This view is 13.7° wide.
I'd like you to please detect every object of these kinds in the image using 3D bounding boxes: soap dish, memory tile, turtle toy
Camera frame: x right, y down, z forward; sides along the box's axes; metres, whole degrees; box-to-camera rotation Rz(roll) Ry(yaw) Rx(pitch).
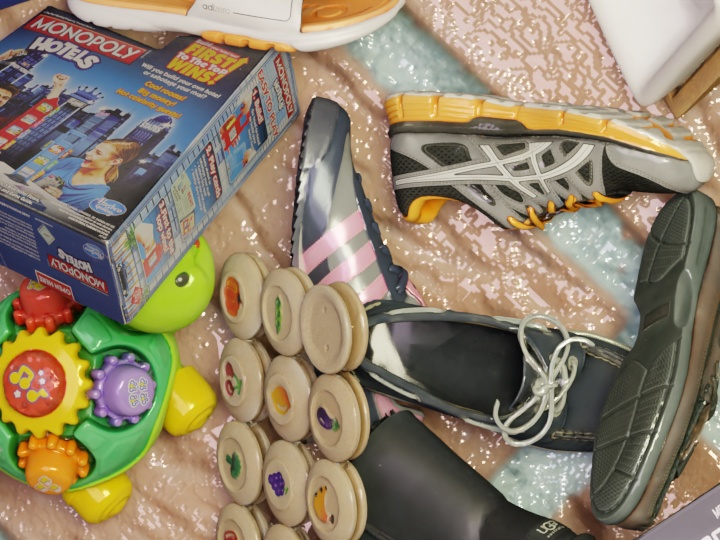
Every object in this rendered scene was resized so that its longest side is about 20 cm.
[{"bbox_3d":[0.178,-0.184,1.609,0.081,0.200,0.158,-22,82,-14],"label":"soap dish"},{"bbox_3d":[-0.041,0.096,1.691,0.153,0.017,0.201,19,112,55],"label":"memory tile"},{"bbox_3d":[-0.159,0.048,1.745,0.200,0.101,0.146,-46,79,11],"label":"turtle toy"}]

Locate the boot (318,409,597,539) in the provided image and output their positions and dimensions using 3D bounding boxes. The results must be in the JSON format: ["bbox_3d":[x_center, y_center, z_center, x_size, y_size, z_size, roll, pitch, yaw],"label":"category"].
[{"bbox_3d":[0.050,0.195,1.697,0.168,0.076,0.201,31,123,29],"label":"boot"}]

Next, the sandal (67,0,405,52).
[{"bbox_3d":[-0.078,-0.170,1.728,0.205,0.079,0.060,5,118,18],"label":"sandal"}]

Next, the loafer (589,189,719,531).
[{"bbox_3d":[0.179,0.053,1.632,0.063,0.072,0.201,25,65,-21],"label":"loafer"}]

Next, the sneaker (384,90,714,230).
[{"bbox_3d":[0.105,-0.057,1.684,0.199,0.078,0.078,7,94,30],"label":"sneaker"}]

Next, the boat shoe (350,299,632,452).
[{"bbox_3d":[0.086,0.058,1.671,0.199,0.062,0.075,18,90,-5],"label":"boat shoe"}]

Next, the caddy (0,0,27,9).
[{"bbox_3d":[-0.235,-0.224,1.765,0.199,0.105,0.142,-17,84,16],"label":"caddy"}]

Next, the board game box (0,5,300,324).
[{"bbox_3d":[-0.141,-0.078,1.723,0.199,0.200,0.062,24,139,36],"label":"board game box"}]

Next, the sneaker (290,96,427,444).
[{"bbox_3d":[0.000,0.000,1.726,0.082,0.070,0.201,0,95,0],"label":"sneaker"}]

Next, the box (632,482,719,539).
[{"bbox_3d":[0.232,0.120,1.604,0.200,0.158,0.050,-35,81,14],"label":"box"}]
